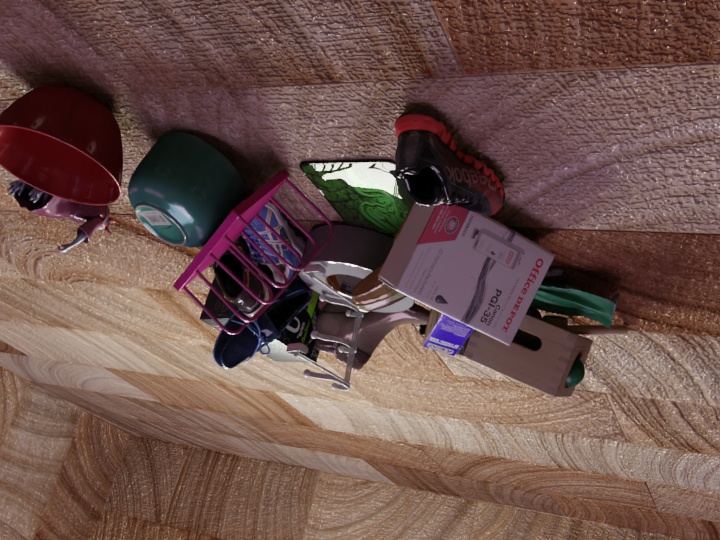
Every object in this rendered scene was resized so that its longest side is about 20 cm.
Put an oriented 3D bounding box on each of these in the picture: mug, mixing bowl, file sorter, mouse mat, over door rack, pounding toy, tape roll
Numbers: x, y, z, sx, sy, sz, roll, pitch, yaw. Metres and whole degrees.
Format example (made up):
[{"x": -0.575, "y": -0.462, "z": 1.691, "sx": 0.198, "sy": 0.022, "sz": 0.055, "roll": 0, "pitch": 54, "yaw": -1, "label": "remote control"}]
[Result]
[{"x": -0.263, "y": -0.100, "z": 1.277, "sx": 0.151, "sy": 0.115, "sz": 0.186, "roll": 27, "pitch": 151, "yaw": 5, "label": "mug"}, {"x": -0.415, "y": -0.189, "z": 1.228, "sx": 0.198, "sy": 0.110, "sz": 0.201, "roll": 14, "pitch": 158, "yaw": 6, "label": "mixing bowl"}, {"x": -0.151, "y": -0.019, "z": 1.274, "sx": 0.125, "sy": 0.139, "sz": 0.200, "roll": 44, "pitch": 131, "yaw": -2, "label": "file sorter"}, {"x": 0.018, "y": -0.103, "z": 1.269, "sx": 0.159, "sy": 0.008, "sz": 0.200, "roll": 3, "pitch": 155, "yaw": 30, "label": "mouse mat"}, {"x": -0.064, "y": 0.095, "z": 1.421, "sx": 0.066, "sy": 0.149, "sz": 0.200, "roll": -1, "pitch": 155, "yaw": 25, "label": "over door rack"}, {"x": 0.302, "y": 0.115, "z": 1.397, "sx": 0.198, "sy": 0.144, "sz": 0.184, "roll": 22, "pitch": -178, "yaw": 24, "label": "pounding toy"}, {"x": 0.000, "y": 0.000, "z": 1.431, "sx": 0.198, "sy": 0.067, "sz": 0.201, "roll": 13, "pitch": 159, "yaw": 5, "label": "tape roll"}]

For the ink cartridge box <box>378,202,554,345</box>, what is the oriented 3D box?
[{"x": 0.148, "y": -0.007, "z": 1.200, "sx": 0.198, "sy": 0.148, "sz": 0.083, "roll": 25, "pitch": -177, "yaw": -21, "label": "ink cartridge box"}]

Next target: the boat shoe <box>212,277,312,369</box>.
[{"x": -0.162, "y": 0.084, "z": 1.441, "sx": 0.068, "sy": 0.200, "sz": 0.084, "roll": 21, "pitch": 155, "yaw": 46, "label": "boat shoe"}]

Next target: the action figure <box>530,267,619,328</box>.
[{"x": 0.292, "y": 0.032, "z": 1.330, "sx": 0.198, "sy": 0.055, "sz": 0.118, "roll": 17, "pitch": 160, "yaw": 17, "label": "action figure"}]

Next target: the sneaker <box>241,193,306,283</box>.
[{"x": -0.152, "y": -0.053, "z": 1.404, "sx": 0.075, "sy": 0.078, "sz": 0.200, "roll": 1, "pitch": 149, "yaw": 36, "label": "sneaker"}]

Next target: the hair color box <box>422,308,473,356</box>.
[{"x": 0.155, "y": 0.053, "z": 1.398, "sx": 0.064, "sy": 0.110, "sz": 0.200, "roll": 16, "pitch": 157, "yaw": 1, "label": "hair color box"}]

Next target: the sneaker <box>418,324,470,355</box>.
[{"x": 0.183, "y": 0.115, "z": 1.593, "sx": 0.104, "sy": 0.061, "sz": 0.199, "roll": 29, "pitch": 159, "yaw": -26, "label": "sneaker"}]

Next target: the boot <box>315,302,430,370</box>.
[{"x": 0.019, "y": 0.108, "z": 1.558, "sx": 0.198, "sy": 0.148, "sz": 0.070, "roll": 22, "pitch": -173, "yaw": 9, "label": "boot"}]

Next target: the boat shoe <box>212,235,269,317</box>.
[{"x": -0.211, "y": -0.010, "z": 1.441, "sx": 0.061, "sy": 0.072, "sz": 0.202, "roll": 40, "pitch": -168, "yaw": -48, "label": "boat shoe"}]

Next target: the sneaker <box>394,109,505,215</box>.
[{"x": 0.108, "y": -0.109, "z": 1.076, "sx": 0.070, "sy": 0.099, "sz": 0.200, "roll": -9, "pitch": 148, "yaw": 42, "label": "sneaker"}]

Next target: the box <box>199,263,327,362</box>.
[{"x": -0.164, "y": 0.063, "z": 1.581, "sx": 0.123, "sy": 0.150, "sz": 0.199, "roll": -5, "pitch": 149, "yaw": 45, "label": "box"}]

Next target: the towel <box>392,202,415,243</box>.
[{"x": 0.145, "y": -0.033, "z": 1.248, "sx": 0.199, "sy": 0.087, "sz": 0.018, "roll": 28, "pitch": -178, "yaw": -22, "label": "towel"}]

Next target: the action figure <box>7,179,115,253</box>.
[{"x": -0.495, "y": -0.121, "z": 1.500, "sx": 0.149, "sy": 0.135, "sz": 0.199, "roll": -45, "pitch": 144, "yaw": 16, "label": "action figure"}]

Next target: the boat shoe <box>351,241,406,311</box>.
[{"x": 0.065, "y": -0.015, "z": 1.286, "sx": 0.199, "sy": 0.072, "sz": 0.076, "roll": -31, "pitch": 122, "yaw": 6, "label": "boat shoe"}]
